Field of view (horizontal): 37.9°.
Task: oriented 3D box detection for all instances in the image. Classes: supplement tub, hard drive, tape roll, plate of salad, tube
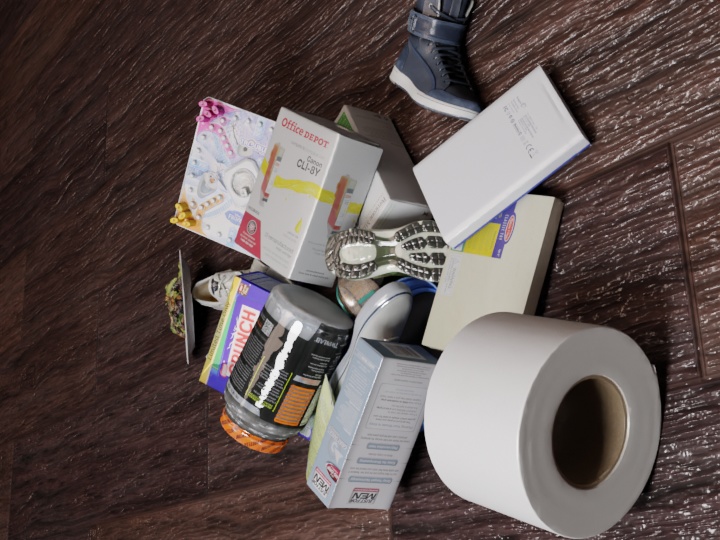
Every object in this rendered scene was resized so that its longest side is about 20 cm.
[{"bbox_3d":[-0.101,0.130,1.380,0.123,0.122,0.201,44,111,50],"label":"supplement tub"},{"bbox_3d":[0.162,-0.134,1.242,0.199,0.025,0.133,-38,48,20],"label":"hard drive"},{"bbox_3d":[0.181,0.148,1.042,0.139,0.201,0.205,6,85,54],"label":"tape roll"},{"bbox_3d":[-0.318,0.064,1.840,0.200,0.047,0.203,177,90,-80],"label":"plate of salad"},{"bbox_3d":[-0.043,0.225,1.389,0.058,0.052,0.201,31,144,19],"label":"tube"}]

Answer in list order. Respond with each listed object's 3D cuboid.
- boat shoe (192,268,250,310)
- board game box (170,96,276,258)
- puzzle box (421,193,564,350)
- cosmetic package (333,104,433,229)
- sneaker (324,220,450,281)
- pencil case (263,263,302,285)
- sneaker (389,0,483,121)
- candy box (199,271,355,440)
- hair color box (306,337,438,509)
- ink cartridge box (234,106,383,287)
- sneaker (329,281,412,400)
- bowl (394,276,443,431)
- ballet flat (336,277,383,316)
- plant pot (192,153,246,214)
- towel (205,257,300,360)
[{"bbox_3d":[-0.218,0.031,1.746,0.199,0.069,0.072,-5,77,54],"label":"boat shoe"},{"bbox_3d":[-0.171,-0.127,1.531,0.198,0.026,0.202,22,107,17],"label":"board game box"},{"bbox_3d":[0.154,0.005,1.226,0.132,0.025,0.202,12,82,45],"label":"puzzle box"},{"bbox_3d":[0.017,-0.120,1.444,0.108,0.084,0.201,-56,39,32],"label":"cosmetic package"},{"bbox_3d":[0.059,-0.022,1.335,0.198,0.089,0.078,3,88,15],"label":"sneaker"},{"bbox_3d":[-0.109,-0.024,1.605,0.084,0.085,0.201,33,113,13],"label":"pencil case"},{"bbox_3d":[0.115,-0.283,1.358,0.202,0.076,0.147,48,122,50],"label":"sneaker"},{"bbox_3d":[-0.110,0.117,1.493,0.199,0.077,0.171,25,103,23],"label":"candy box"},{"bbox_3d":[0.017,0.189,1.279,0.061,0.098,0.202,35,109,51],"label":"hair color box"},{"bbox_3d":[-0.072,-0.100,1.403,0.145,0.083,0.202,31,104,46],"label":"ink cartridge box"},{"bbox_3d":[0.025,0.107,1.328,0.071,0.072,0.201,51,131,37],"label":"sneaker"},{"bbox_3d":[0.069,0.110,1.348,0.200,0.039,0.203,-20,65,50],"label":"bowl"},{"bbox_3d":[0.000,0.000,1.444,0.067,0.068,0.200,-35,26,10],"label":"ballet flat"},{"bbox_3d":[-0.189,-0.145,1.637,0.200,0.133,0.202,-158,90,-78],"label":"plant pot"},{"bbox_3d":[-0.130,0.105,1.564,0.192,0.034,0.201,35,111,23],"label":"towel"}]
